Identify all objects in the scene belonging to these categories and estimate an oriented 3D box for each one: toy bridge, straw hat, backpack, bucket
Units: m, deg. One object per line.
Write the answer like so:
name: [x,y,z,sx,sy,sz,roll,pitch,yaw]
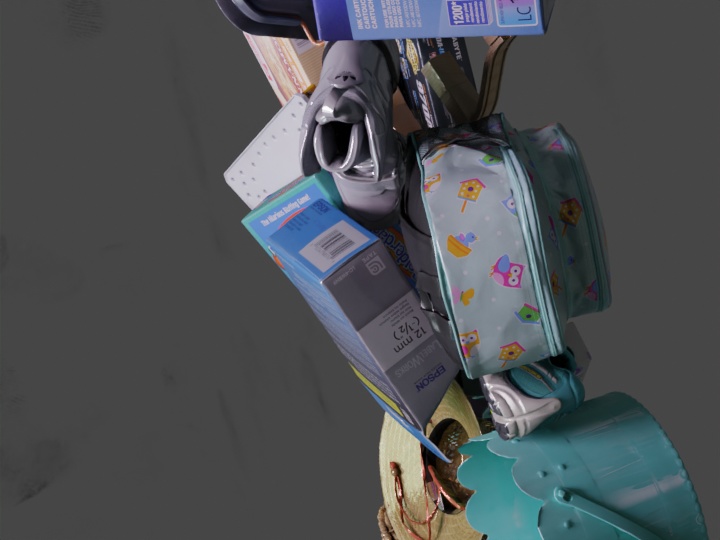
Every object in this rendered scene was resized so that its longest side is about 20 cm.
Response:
toy bridge: [0.080,-0.148,1.361,0.067,0.027,0.200,57,147,8]
straw hat: [0.098,0.177,1.513,0.201,0.085,0.202,14,106,61]
backpack: [0.108,-0.018,1.239,0.200,0.153,0.176,-71,-30,-69]
bucket: [0.179,0.203,1.325,0.207,0.134,0.208,160,90,-77]

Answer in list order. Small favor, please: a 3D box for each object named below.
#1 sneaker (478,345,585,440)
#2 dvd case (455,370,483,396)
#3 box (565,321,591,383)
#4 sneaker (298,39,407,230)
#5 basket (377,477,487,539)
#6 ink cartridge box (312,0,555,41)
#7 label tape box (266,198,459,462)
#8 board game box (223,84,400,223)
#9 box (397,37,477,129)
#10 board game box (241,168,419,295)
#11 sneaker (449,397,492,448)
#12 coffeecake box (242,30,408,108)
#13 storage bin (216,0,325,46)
sneaker: [0.133,0.080,1.322,0.200,0.079,0.078,-102,-6,-72]
dvd case: [0.054,0.021,1.539,0.146,0.022,0.201,-6,102,60]
box: [0.164,0.113,1.465,0.200,0.039,0.042,95,152,-60]
sneaker: [-0.005,-0.090,1.301,0.115,0.075,0.200,-72,-18,-46]
basket: [0.114,0.290,1.634,0.149,0.142,0.200,62,168,-16]
ink cartridge box: [0.033,-0.238,1.165,0.076,0.199,0.137,-64,-31,-52]
label tape box: [0.017,0.049,1.358,0.200,0.066,0.143,55,172,-24]
board game box: [-0.019,-0.055,1.499,0.200,0.026,0.200,47,150,-3]
box: [0.064,-0.138,1.501,0.159,0.046,0.201,-150,43,-70]
board game box: [0.000,0.000,1.472,0.200,0.045,0.152,50,149,-8]
sneaker: [0.098,0.143,1.718,0.140,0.077,0.200,80,169,-50]
coffeecake box: [-0.046,-0.208,1.530,0.154,0.073,0.200,62,172,-20]
storage bin: [-0.014,-0.263,1.311,0.134,0.200,0.146,-32,73,36]
